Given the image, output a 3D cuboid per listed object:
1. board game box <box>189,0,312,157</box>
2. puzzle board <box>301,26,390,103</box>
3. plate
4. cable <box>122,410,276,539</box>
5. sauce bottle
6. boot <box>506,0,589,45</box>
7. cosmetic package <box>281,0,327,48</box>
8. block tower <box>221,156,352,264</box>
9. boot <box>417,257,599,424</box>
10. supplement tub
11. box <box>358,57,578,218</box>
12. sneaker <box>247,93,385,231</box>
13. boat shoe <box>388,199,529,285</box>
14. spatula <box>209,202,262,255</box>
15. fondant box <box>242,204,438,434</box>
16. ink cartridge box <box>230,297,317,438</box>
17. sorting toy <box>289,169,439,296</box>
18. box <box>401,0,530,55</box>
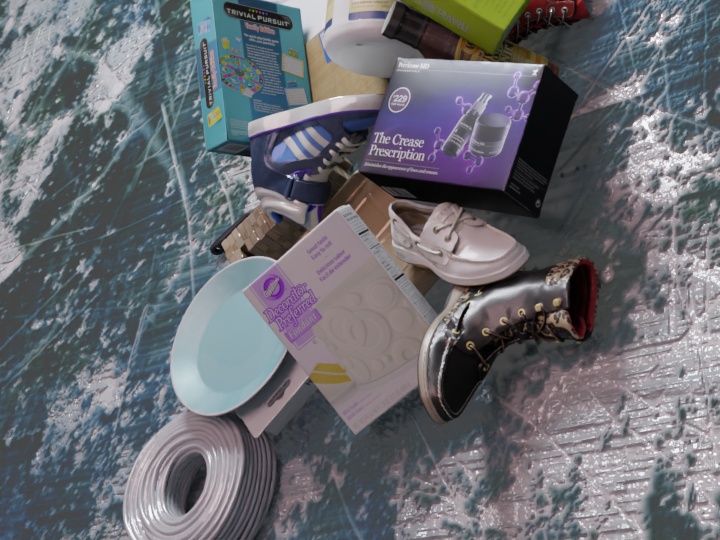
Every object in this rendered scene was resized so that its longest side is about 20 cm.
[{"bbox_3d":[-0.134,-0.244,1.645,0.047,0.150,0.202,-19,74,44],"label":"board game box"},{"bbox_3d":[-0.039,-0.232,1.667,0.200,0.017,0.152,-34,64,38],"label":"puzzle board"},{"bbox_3d":[-0.143,0.078,1.516,0.199,0.026,0.201,-22,53,32],"label":"plate"},{"bbox_3d":[-0.190,0.255,1.520,0.200,0.069,0.201,31,88,49],"label":"cable"},{"bbox_3d":[0.120,-0.239,1.439,0.066,0.199,0.066,-160,90,-81],"label":"sauce bottle"},{"bbox_3d":[0.180,-0.273,1.491,0.144,0.072,0.201,21,83,28],"label":"boot"},{"bbox_3d":[-0.097,-0.307,1.781,0.199,0.074,0.102,-17,55,34],"label":"cosmetic package"},{"bbox_3d":[-0.091,-0.069,1.640,0.200,0.054,0.058,-46,43,13],"label":"block tower"},{"bbox_3d":[0.148,0.063,1.293,0.150,0.073,0.200,-11,33,35],"label":"boot"},{"bbox_3d":[0.034,-0.344,1.536,0.144,0.144,0.202,-5,74,41],"label":"supplement tub"},{"bbox_3d":[0.112,-0.144,1.375,0.199,0.079,0.142,11,75,41],"label":"box"},{"bbox_3d":[-0.040,-0.123,1.539,0.199,0.080,0.148,-10,92,28],"label":"sneaker"},{"bbox_3d":[0.093,-0.037,1.371,0.071,0.070,0.199,-38,30,-27],"label":"boat shoe"},{"bbox_3d":[-0.130,-0.078,1.693,0.200,0.056,0.021,-38,30,31],"label":"spatula"},{"bbox_3d":[-0.009,0.053,1.395,0.144,0.058,0.200,-40,87,18],"label":"fondant box"},{"bbox_3d":[-0.107,0.110,1.532,0.116,0.068,0.200,-49,42,8],"label":"ink cartridge box"},{"bbox_3d":[0.000,0.000,1.530,0.185,0.036,0.200,-50,47,8],"label":"sorting toy"},{"bbox_3d":[0.091,-0.332,1.419,0.122,0.199,0.048,-55,-5,-35],"label":"box"}]
